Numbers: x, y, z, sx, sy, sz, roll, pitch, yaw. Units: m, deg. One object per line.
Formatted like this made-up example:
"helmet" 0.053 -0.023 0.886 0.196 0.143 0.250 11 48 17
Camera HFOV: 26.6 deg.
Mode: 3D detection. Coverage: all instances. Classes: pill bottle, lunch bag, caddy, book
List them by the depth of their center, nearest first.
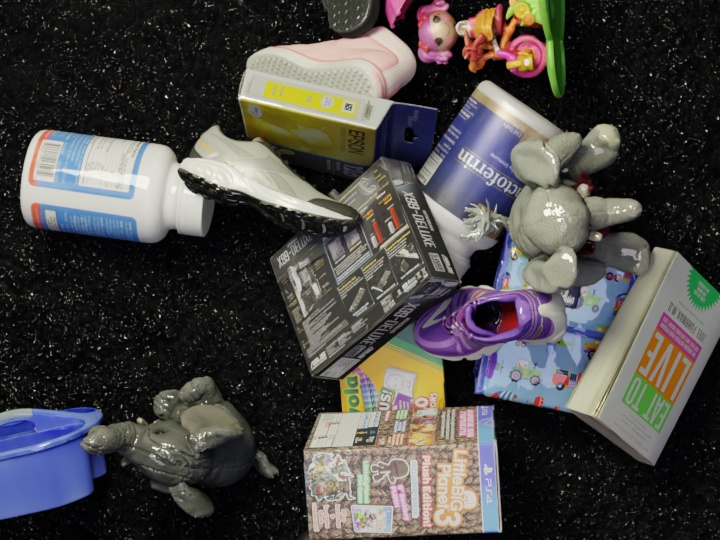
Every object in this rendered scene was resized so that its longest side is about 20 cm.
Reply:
"book" 0.318 0.094 1.642 0.134 0.048 0.200 37 77 -38
"pill bottle" 0.124 -0.095 1.654 0.116 0.116 0.200 34 100 -1
"lunch bag" 0.217 0.045 1.670 0.150 0.094 0.200 11 102 1
"pill bottle" -0.265 -0.090 1.688 0.200 0.112 0.112 9 98 3
"caddy" -0.383 0.208 1.722 0.200 0.141 0.105 -13 100 5

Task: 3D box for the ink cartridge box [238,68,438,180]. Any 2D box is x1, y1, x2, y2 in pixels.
"ink cartridge box" -0.024 -0.144 1.618 0.200 0.198 0.047 15 77 3

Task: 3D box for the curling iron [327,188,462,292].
"curling iron" 0.041 -0.023 1.711 0.200 0.050 0.026 43 56 2

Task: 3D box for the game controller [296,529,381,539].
"game controller" -0.004 0.387 1.773 0.104 0.042 0.200 -17 96 21

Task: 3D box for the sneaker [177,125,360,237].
"sneaker" -0.090 -0.095 1.607 0.200 0.074 0.079 23 73 6

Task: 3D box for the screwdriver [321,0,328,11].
"screwdriver" -0.013 -0.252 1.696 0.028 0.029 0.200 -17 105 6

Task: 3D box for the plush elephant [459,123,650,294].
"plush elephant" 0.212 -0.056 1.538 0.200 0.155 0.165 -10 97 -10

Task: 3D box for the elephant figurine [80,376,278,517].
"elephant figurine" -0.195 0.204 1.676 0.155 0.200 0.142 -17 96 6

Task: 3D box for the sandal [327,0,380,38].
"sandal" 0.003 -0.344 1.654 0.075 0.048 0.201 0 76 35

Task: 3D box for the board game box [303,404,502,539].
"board game box" 0.048 0.212 1.620 0.200 0.159 0.097 -3 99 5

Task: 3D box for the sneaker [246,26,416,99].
"sneaker" -0.026 -0.220 1.664 0.200 0.105 0.075 10 125 41

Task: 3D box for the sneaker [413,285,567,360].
"sneaker" 0.122 0.048 1.595 0.200 0.083 0.081 -16 76 48

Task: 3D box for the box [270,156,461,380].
"box" 0.000 0.000 1.636 0.200 0.050 0.158 -41 56 32

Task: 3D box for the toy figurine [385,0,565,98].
"toy figurine" 0.120 -0.277 1.631 0.184 0.150 0.200 -4 98 17

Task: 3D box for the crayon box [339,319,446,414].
"crayon box" 0.039 0.152 1.722 0.119 0.058 0.200 -4 97 5
